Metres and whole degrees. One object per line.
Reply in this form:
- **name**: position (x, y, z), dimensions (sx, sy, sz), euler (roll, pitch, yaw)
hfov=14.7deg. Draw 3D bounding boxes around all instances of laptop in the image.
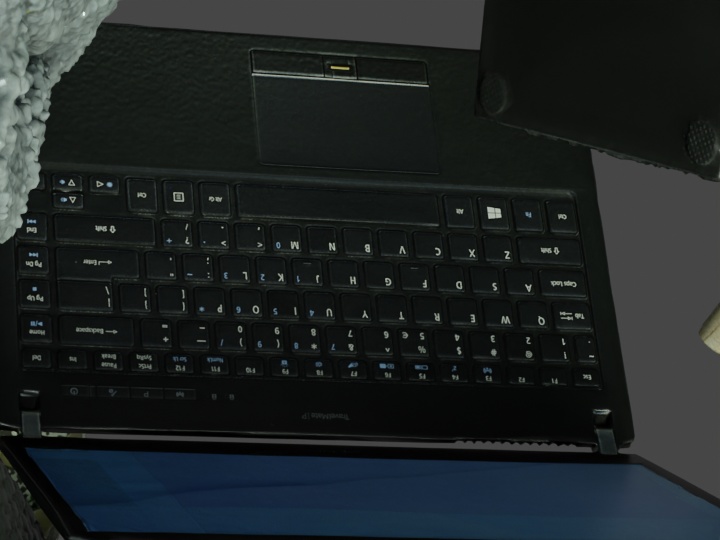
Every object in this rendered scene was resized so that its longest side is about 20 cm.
- **laptop**: position (0.000, 0.000, 0.708), dimensions (0.177, 0.200, 0.103), euler (3, 151, -16)

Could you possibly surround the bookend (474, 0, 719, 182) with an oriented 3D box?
- **bookend**: position (0.140, -0.132, 0.736), dimensions (0.200, 0.092, 0.199), euler (-4, 105, -40)

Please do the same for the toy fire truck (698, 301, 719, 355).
- **toy fire truck**: position (0.168, 0.066, 0.833), dimensions (0.200, 0.129, 0.176), euler (30, 99, -10)

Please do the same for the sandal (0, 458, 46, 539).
- **sandal**: position (-0.116, 0.070, 0.686), dimensions (0.048, 0.075, 0.201), euler (-10, 143, 12)

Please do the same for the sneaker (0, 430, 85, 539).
- **sneaker**: position (-0.117, 0.099, 0.774), dimensions (0.077, 0.089, 0.200), euler (9, 105, -18)

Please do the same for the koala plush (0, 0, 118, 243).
- **koala plush**: position (-0.104, -0.118, 0.624), dimensions (0.177, 0.184, 0.200), euler (22, 121, -19)
